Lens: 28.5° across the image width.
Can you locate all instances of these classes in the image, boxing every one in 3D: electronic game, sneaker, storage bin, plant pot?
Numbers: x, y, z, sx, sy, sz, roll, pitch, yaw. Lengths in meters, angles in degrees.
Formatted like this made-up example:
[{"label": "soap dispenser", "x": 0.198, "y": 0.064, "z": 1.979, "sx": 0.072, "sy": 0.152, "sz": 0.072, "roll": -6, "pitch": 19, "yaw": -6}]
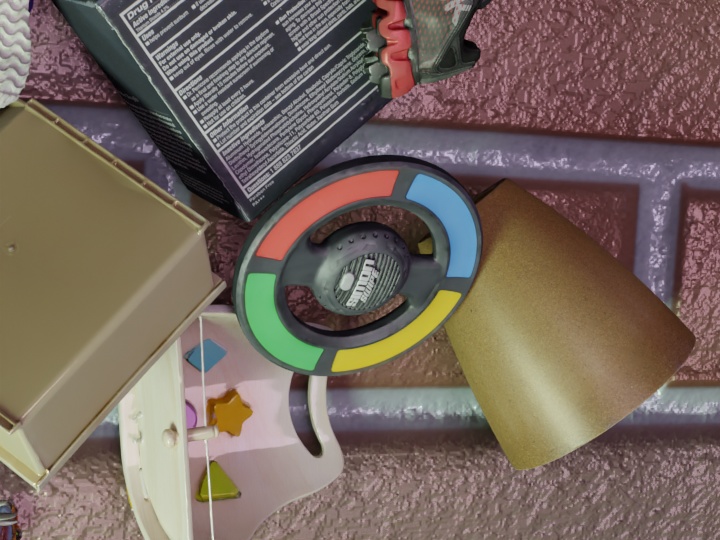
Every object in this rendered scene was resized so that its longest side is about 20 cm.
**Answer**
[{"label": "electronic game", "x": 0.000, "y": 0.000, "z": 1.071, "sx": 0.200, "sy": 0.042, "sz": 0.200, "roll": -13, "pitch": 131, "yaw": -16}, {"label": "sneaker", "x": -0.262, "y": -0.218, "z": 1.013, "sx": 0.069, "sy": 0.099, "sz": 0.200, "roll": 15, "pitch": 93, "yaw": -28}, {"label": "storage bin", "x": -0.236, "y": 0.006, "z": 0.992, "sx": 0.198, "sy": 0.094, "sz": 0.200, "roll": 34, "pitch": 67, "yaw": 16}, {"label": "plant pot", "x": 0.142, "y": 0.031, "z": 1.180, "sx": 0.186, "sy": 0.186, "sz": 0.200, "roll": -38, "pitch": 93, "yaw": -14}, {"label": "sneaker", "x": 0.045, "y": -0.222, "z": 0.985, "sx": 0.098, "sy": 0.071, "sz": 0.201, "roll": -7, "pitch": 111, "yaw": -3}]

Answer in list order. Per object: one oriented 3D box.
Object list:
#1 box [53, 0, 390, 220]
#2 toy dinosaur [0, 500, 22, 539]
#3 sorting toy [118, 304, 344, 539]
[{"label": "box", "x": -0.085, "y": -0.184, "z": 1.055, "sx": 0.200, "sy": 0.123, "sz": 0.199, "roll": -41, "pitch": 122, "yaw": -14}, {"label": "toy dinosaur", "x": -0.332, "y": 0.147, "z": 1.060, "sx": 0.200, "sy": 0.105, "sz": 0.182, "roll": -4, "pitch": 113, "yaw": 14}, {"label": "sorting toy", "x": -0.093, "y": 0.116, "z": 1.127, "sx": 0.180, "sy": 0.107, "sz": 0.200, "roll": -6, "pitch": 97, "yaw": -29}]
